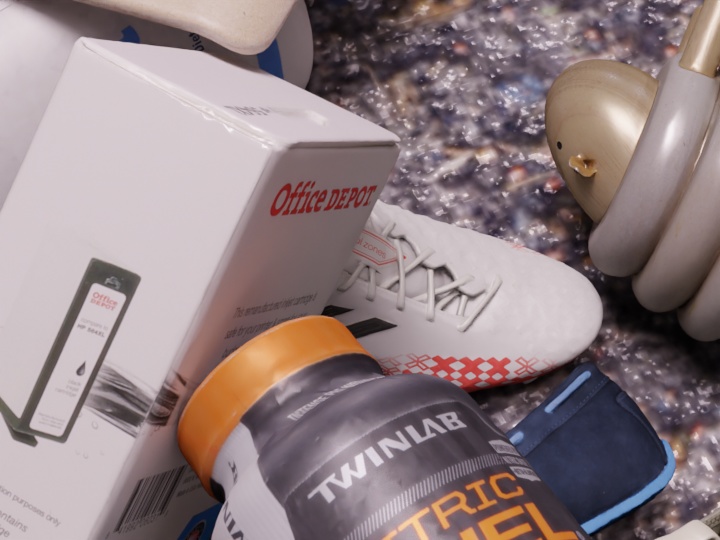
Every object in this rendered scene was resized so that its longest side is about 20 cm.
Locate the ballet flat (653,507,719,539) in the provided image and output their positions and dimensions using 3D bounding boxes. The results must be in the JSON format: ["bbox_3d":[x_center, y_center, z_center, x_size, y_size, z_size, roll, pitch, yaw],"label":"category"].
[{"bbox_3d":[0.149,0.111,0.872,0.200,0.064,0.067,-30,41,-18],"label":"ballet flat"}]

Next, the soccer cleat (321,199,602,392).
[{"bbox_3d":[0.000,0.000,0.919,0.200,0.085,0.069,10,60,2],"label":"soccer cleat"}]

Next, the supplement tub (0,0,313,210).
[{"bbox_3d":[-0.132,-0.079,0.930,0.200,0.132,0.132,-34,68,-20],"label":"supplement tub"}]

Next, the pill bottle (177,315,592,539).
[{"bbox_3d":[0.022,0.106,0.733,0.106,0.106,0.200,-31,62,-19],"label":"pill bottle"}]

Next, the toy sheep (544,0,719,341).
[{"bbox_3d":[0.167,-0.030,0.924,0.200,0.138,0.138,24,62,4],"label":"toy sheep"}]

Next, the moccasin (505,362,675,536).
[{"bbox_3d":[0.026,0.099,0.876,0.200,0.080,0.068,-25,79,-31],"label":"moccasin"}]

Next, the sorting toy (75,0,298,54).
[{"bbox_3d":[-0.092,-0.181,0.899,0.200,0.037,0.185,19,56,16],"label":"sorting toy"}]

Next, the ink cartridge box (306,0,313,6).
[{"bbox_3d":[-0.069,-0.223,1.023,0.068,0.115,0.200,-9,61,-7],"label":"ink cartridge box"}]

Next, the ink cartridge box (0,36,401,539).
[{"bbox_3d":[-0.080,0.024,0.815,0.084,0.146,0.200,28,101,14],"label":"ink cartridge box"}]
